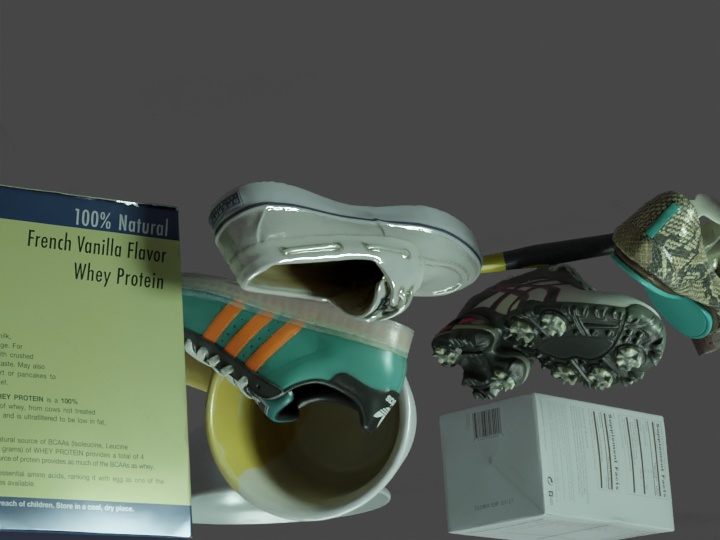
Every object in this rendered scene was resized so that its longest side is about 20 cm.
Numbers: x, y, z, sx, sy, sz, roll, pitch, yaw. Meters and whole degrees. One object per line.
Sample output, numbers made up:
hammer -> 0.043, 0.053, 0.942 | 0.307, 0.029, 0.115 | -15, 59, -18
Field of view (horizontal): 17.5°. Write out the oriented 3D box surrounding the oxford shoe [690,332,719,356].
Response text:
oxford shoe -> 0.307, 0.035, 1.635 | 0.200, 0.073, 0.071 | 3, 163, -26

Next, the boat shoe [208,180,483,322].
boat shoe -> 0.000, 0.000, 1.397 | 0.200, 0.070, 0.071 | 13, 137, -43

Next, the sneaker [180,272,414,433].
sneaker -> -0.070, 0.054, 1.525 | 0.200, 0.080, 0.071 | 12, 170, 12

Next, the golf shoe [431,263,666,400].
golf shoe -> 0.128, 0.027, 1.520 | 0.077, 0.088, 0.200 | 48, 150, -23

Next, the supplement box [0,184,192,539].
supplement box -> -0.218, 0.064, 1.353 | 0.200, 0.200, 0.134 | 7, 162, -35

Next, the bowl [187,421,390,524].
bowl -> -0.077, 0.157, 1.973 | 0.201, 0.091, 0.201 | -4, 166, -1

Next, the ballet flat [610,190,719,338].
ballet flat -> 0.209, -0.007, 1.467 | 0.075, 0.068, 0.200 | -49, 159, 1

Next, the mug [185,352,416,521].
mug -> -0.035, 0.093, 1.721 | 0.149, 0.187, 0.153 | -39, 169, 6

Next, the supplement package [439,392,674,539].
supplement package -> 0.178, 0.182, 2.100 | 0.114, 0.110, 0.200 | -16, 161, 38

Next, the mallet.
mallet -> 0.086, -0.003, 1.516 | 0.200, 0.041, 0.066 | -7, 166, -4
